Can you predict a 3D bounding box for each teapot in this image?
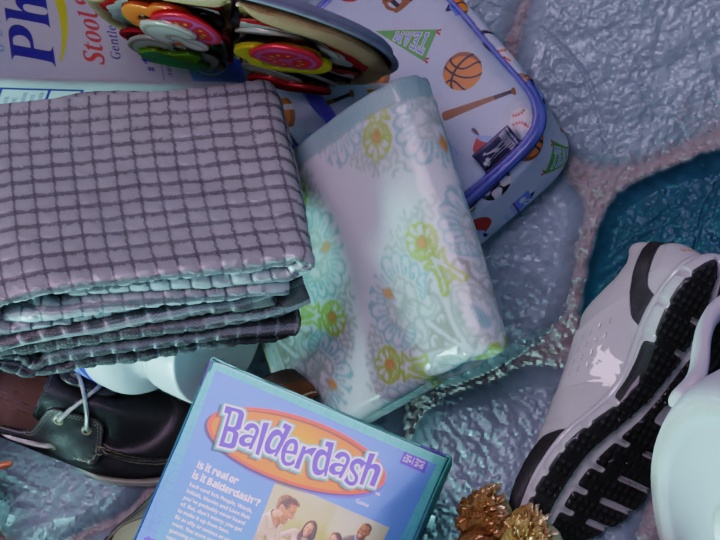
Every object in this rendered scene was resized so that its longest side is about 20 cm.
[{"bbox_3d":[0.258,0.122,1.047,0.145,0.201,0.197,-19,16,-25],"label":"teapot"}]

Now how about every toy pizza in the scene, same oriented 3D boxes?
[{"bbox_3d":[-0.076,-0.137,1.170,0.199,0.200,0.032,11,85,25],"label":"toy pizza"}]

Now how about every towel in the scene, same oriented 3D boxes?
[{"bbox_3d":[0.000,0.000,1.185,0.200,0.048,0.172,-33,71,47],"label":"towel"},{"bbox_3d":[-0.132,-0.027,1.148,0.199,0.086,0.166,-8,48,-10],"label":"towel"}]

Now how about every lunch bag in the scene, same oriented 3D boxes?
[{"bbox_3d":[0.028,-0.095,1.260,0.160,0.076,0.200,-39,61,6],"label":"lunch bag"}]

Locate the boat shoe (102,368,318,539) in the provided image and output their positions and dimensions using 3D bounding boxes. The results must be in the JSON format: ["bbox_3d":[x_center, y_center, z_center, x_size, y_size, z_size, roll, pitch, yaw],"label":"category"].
[{"bbox_3d":[-0.087,0.147,1.206,0.074,0.076,0.200,46,112,15],"label":"boat shoe"}]

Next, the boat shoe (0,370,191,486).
[{"bbox_3d":[-0.183,0.093,1.277,0.199,0.068,0.072,12,76,22],"label":"boat shoe"}]

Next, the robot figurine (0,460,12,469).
[{"bbox_3d":[-0.325,0.164,1.279,0.200,0.117,0.144,-42,59,4],"label":"robot figurine"}]

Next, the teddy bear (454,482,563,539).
[{"bbox_3d":[0.052,0.216,1.108,0.201,0.067,0.145,-59,35,13],"label":"teddy bear"}]

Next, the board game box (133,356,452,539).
[{"bbox_3d":[-0.054,0.171,1.114,0.151,0.045,0.201,23,81,8],"label":"board game box"}]

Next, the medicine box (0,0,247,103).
[{"bbox_3d":[-0.196,-0.174,1.305,0.199,0.103,0.183,-1,63,-25],"label":"medicine box"}]

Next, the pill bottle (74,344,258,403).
[{"bbox_3d":[-0.162,0.012,1.249,0.199,0.112,0.113,24,80,32],"label":"pill bottle"}]

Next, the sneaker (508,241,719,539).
[{"bbox_3d":[0.150,0.071,1.162,0.201,0.074,0.080,-55,33,1],"label":"sneaker"}]
